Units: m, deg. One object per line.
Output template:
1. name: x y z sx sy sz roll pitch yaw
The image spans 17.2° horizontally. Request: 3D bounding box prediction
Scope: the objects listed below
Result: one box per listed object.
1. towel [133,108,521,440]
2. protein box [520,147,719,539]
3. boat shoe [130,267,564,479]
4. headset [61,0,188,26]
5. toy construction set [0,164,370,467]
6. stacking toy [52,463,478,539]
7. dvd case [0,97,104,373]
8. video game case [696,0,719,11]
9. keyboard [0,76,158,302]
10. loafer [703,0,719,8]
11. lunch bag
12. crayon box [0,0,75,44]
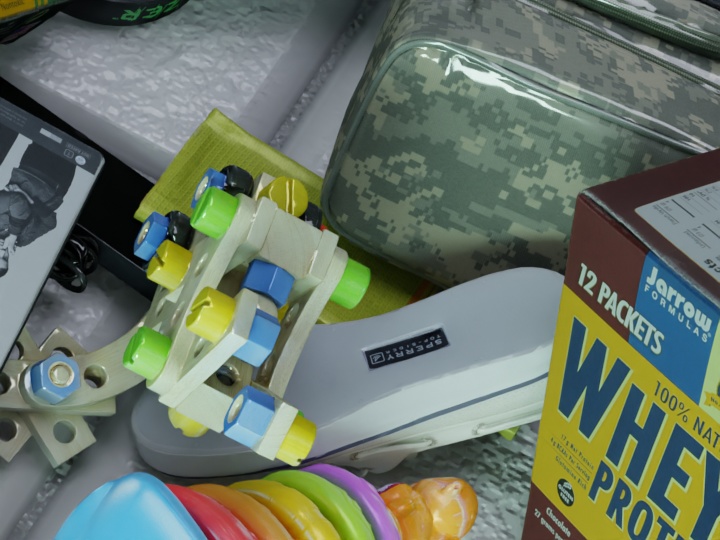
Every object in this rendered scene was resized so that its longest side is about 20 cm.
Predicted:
1. towel: 0.000 0.000 1.087 0.199 0.018 0.086 31 40 1
2. protein box: 0.194 0.057 0.986 0.199 0.199 0.135 -16 41 -29
3. boat shoe: 0.004 0.059 1.021 0.199 0.070 0.071 -17 43 -1
4. headset: -0.154 -0.206 1.192 0.123 0.094 0.200 -30 82 -34
5. toy construction set: -0.071 0.027 0.953 0.092 0.200 0.132 34 60 -30
6. stacking toy: -0.022 0.119 0.959 0.200 0.116 0.110 -20 64 -43
7. dvd case: -0.199 -0.011 0.930 0.150 0.025 0.200 30 46 -9
8. video game case: 0.126 -0.079 1.206 0.182 0.023 0.200 27 50 3
9. keyboard: -0.155 -0.036 1.077 0.200 0.040 0.104 34 27 10
10. loafer: 0.218 -0.162 1.262 0.199 0.063 0.072 26 14 -3
11. lunch bag: 0.093 -0.075 1.095 0.199 0.140 0.168 23 39 -1
12. crayon box: -0.220 -0.190 1.074 0.201 0.051 0.127 60 28 -3
